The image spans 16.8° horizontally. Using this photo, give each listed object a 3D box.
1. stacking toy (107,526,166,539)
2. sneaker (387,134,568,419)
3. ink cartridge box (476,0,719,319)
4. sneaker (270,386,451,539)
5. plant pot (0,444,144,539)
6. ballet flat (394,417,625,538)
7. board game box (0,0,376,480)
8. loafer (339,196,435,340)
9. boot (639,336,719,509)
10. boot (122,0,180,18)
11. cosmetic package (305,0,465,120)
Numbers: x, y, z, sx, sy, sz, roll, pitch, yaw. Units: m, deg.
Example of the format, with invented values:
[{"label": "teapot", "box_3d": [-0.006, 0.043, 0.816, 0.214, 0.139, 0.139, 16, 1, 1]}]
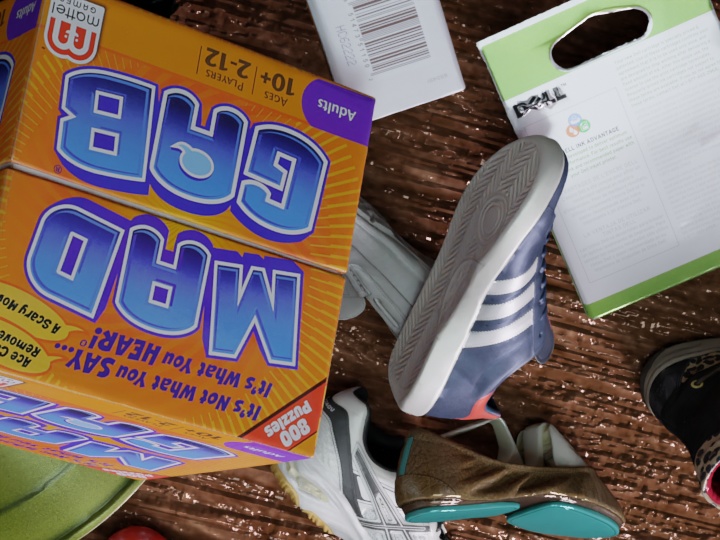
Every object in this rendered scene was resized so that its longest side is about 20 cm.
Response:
[{"label": "stacking toy", "box_3d": [-0.090, 0.238, 1.640, 0.200, 0.085, 0.085, 37, 106, -13]}, {"label": "sneaker", "box_3d": [0.093, 0.008, 1.500, 0.084, 0.075, 0.201, 16, 120, -23]}, {"label": "ink cartridge box", "box_3d": [0.170, -0.093, 1.516, 0.147, 0.076, 0.201, -23, 112, 5]}, {"label": "sneaker", "box_3d": [0.030, 0.162, 1.614, 0.088, 0.076, 0.200, -39, 112, 12]}, {"label": "plant pot", "box_3d": [-0.233, 0.043, 1.454, 0.200, 0.201, 0.193, -35, 121, 10]}, {"label": "ballet flat", "box_3d": [0.100, 0.134, 1.604, 0.199, 0.073, 0.068, 9, 159, -38]}, {"label": "board game box", "box_3d": [-0.140, -0.012, 1.304, 0.199, 0.200, 0.201, 18, 73, -29]}, {"label": "loafer", "box_3d": [0.000, 0.000, 1.543, 0.200, 0.070, 0.070, 41, 96, -20]}, {"label": "boot", "box_3d": [0.289, 0.088, 1.564, 0.199, 0.151, 0.074, -9, 114, -1]}, {"label": "boot", "box_3d": [-0.142, -0.142, 1.412, 0.077, 0.138, 0.201, -36, 132, -21]}, {"label": "cosmetic package", "box_3d": [0.001, -0.170, 1.396, 0.071, 0.200, 0.102, -18, 114, 2]}]
